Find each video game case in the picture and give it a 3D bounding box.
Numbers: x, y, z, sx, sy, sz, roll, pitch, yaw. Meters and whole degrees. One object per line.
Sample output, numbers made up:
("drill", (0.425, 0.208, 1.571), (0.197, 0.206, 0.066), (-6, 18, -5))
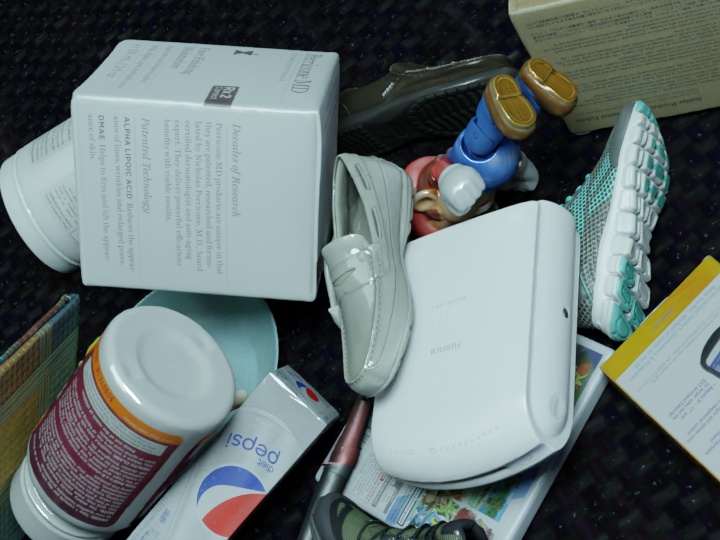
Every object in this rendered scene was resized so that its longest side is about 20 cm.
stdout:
("video game case", (0.081, 0.119, 1.037), (0.181, 0.022, 0.202), (24, 77, 37))

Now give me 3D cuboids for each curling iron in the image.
("curling iron", (-0.020, 0.147, 1.036), (0.025, 0.050, 0.203), (18, 80, 29))

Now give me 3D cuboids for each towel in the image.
("towel", (-0.281, 0.136, 1.107), (0.021, 0.203, 0.147), (16, 30, 11))

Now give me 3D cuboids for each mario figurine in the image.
("mario figurine", (0.107, -0.073, 1.051), (0.200, 0.122, 0.108), (126, 146, -54))

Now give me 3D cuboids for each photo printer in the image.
("photo printer", (0.085, 0.062, 0.988), (0.165, 0.069, 0.203), (-18, 54, 42))

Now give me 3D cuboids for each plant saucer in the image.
("plant saucer", (-0.151, 0.099, 1.170), (0.198, 0.039, 0.204), (-13, 59, 23))

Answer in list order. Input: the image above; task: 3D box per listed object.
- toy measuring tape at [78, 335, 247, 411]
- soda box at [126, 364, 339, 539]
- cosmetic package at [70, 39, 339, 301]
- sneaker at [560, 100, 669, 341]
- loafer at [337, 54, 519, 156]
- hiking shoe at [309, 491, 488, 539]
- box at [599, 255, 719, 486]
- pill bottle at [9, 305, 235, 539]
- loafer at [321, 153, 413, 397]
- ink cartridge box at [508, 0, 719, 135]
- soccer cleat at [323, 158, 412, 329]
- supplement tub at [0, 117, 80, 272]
("toy measuring tape", (-0.176, 0.084, 1.110), (0.198, 0.073, 0.075), (-4, 61, 41))
("soda box", (-0.107, 0.172, 1.059), (0.063, 0.068, 0.200), (42, 96, 6))
("cosmetic package", (-0.122, -0.087, 1.103), (0.196, 0.167, 0.165), (3, 26, 3))
("sneaker", (0.186, -0.044, 1.037), (0.090, 0.078, 0.203), (1, 63, 34))
("loafer", (0.052, -0.160, 1.174), (0.197, 0.073, 0.072), (-12, 60, 24))
("hiking shoe", (0.049, 0.212, 0.957), (0.199, 0.075, 0.102), (37, 106, 29))
("box", (0.278, 0.094, 0.927), (0.119, 0.041, 0.200), (-44, 54, 1))
("pill bottle", (-0.192, 0.131, 1.033), (0.200, 0.113, 0.115), (-49, 45, 33))
("loafer", (0.000, 0.000, 1.014), (0.070, 0.069, 0.203), (-39, 40, 45))
("ink cartridge box", (0.235, -0.198, 1.033), (0.197, 0.165, 0.076), (-9, 57, 25))
("soccer cleat", (0.005, -0.027, 1.114), (0.069, 0.077, 0.202), (-24, 47, 27))
("supplement tub", (-0.231, -0.099, 1.269), (0.198, 0.132, 0.133), (-27, 53, 14))
